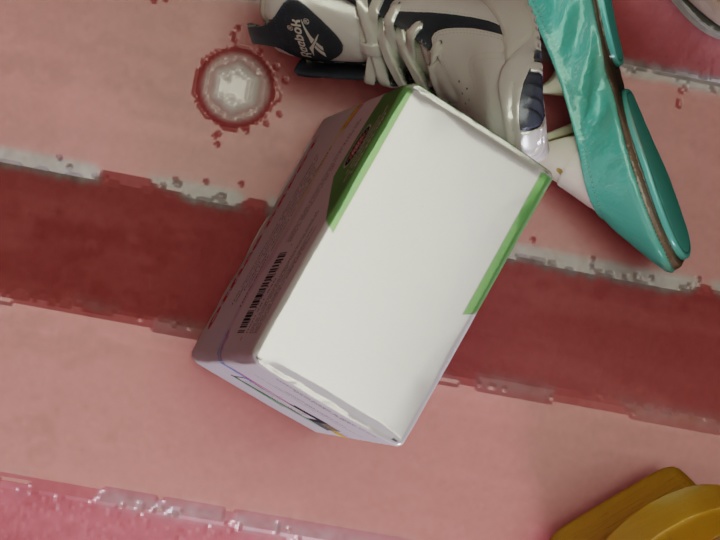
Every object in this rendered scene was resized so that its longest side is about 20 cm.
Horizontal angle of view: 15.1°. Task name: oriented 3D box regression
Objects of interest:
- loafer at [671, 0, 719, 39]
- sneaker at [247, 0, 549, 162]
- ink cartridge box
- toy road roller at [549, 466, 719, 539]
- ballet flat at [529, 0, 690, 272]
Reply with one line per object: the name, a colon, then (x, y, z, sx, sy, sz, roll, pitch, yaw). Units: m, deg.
loafer: (0.148, -0.204, 1.400, 0.072, 0.063, 0.200, -45, 94, -9)
sneaker: (0.014, -0.110, 1.324, 0.129, 0.080, 0.200, -13, 47, -5)
ink cartridge box: (0.000, 0.000, 1.298, 0.084, 0.200, 0.145, 31, 83, -9)
toy road roller: (0.173, 0.191, 1.370, 0.122, 0.146, 0.201, -28, 129, -10)
ballet flat: (0.111, -0.090, 1.395, 0.070, 0.067, 0.201, -17, 89, 15)
